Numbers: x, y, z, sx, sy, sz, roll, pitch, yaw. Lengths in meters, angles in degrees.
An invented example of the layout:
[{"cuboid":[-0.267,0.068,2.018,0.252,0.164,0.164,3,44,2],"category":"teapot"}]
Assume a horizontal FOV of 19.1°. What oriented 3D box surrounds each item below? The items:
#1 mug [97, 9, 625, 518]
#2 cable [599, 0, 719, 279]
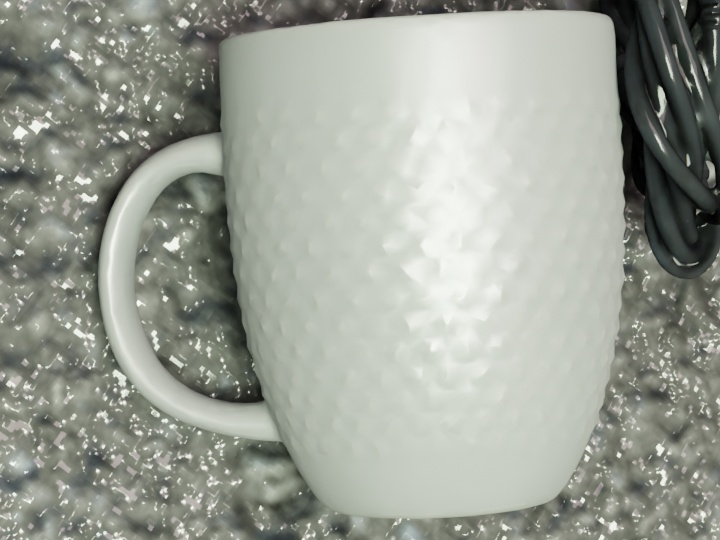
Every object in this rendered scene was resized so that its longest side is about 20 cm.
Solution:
[{"cuboid":[0.000,0.000,0.797,0.200,0.148,0.176,-3,92,8],"category":"mug"},{"cuboid":[0.116,-0.094,0.836,0.051,0.163,0.200,-1,82,-3],"category":"cable"}]
